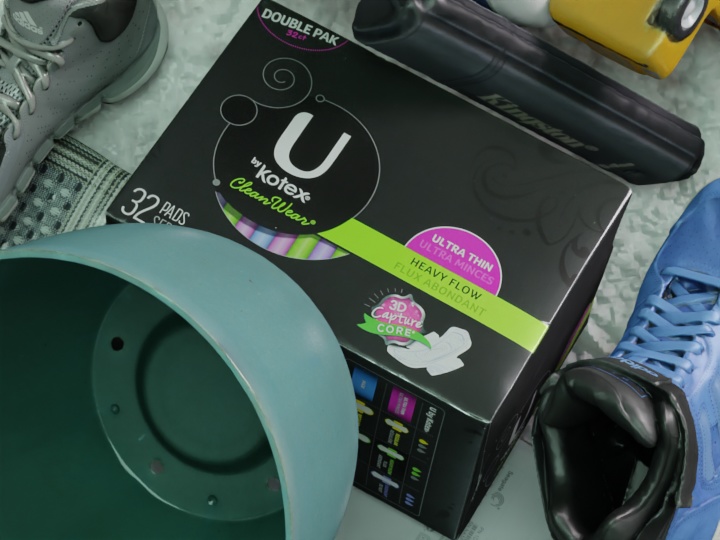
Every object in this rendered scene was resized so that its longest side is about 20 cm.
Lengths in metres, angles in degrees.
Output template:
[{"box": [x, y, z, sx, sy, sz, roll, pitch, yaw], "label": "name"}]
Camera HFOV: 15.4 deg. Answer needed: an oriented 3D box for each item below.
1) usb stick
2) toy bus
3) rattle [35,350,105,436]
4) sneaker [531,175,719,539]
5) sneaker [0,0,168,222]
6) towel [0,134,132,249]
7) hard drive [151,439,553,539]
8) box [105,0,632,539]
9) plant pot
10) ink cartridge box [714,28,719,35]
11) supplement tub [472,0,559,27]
[{"box": [0.081, -0.086, 1.246, 0.055, 0.199, 0.033, -15, 60, 47], "label": "usb stick"}, {"box": [0.168, -0.182, 1.228, 0.065, 0.078, 0.201, 30, 89, 28], "label": "toy bus"}, {"box": [-0.223, 0.057, 1.218, 0.200, 0.130, 0.143, 37, 74, -9], "label": "rattle"}, {"box": [0.135, 0.043, 1.176, 0.076, 0.111, 0.201, 13, 82, 33], "label": "sneaker"}, {"box": [-0.174, -0.095, 1.277, 0.075, 0.116, 0.200, 37, 66, 15], "label": "sneaker"}, {"box": [-0.209, 0.011, 1.325, 0.192, 0.035, 0.201, 30, 84, 10], "label": "towel"}, {"box": [-0.001, 0.106, 1.264, 0.199, 0.026, 0.132, 29, 56, 11], "label": "hard drive"}, {"box": [0.000, 0.000, 1.240, 0.199, 0.125, 0.149, 27, 60, 11], "label": "box"}, {"box": [-0.091, 0.072, 1.103, 0.199, 0.161, 0.202, 5, 105, 19], "label": "plant pot"}, {"box": [0.192, -0.186, 1.307, 0.199, 0.076, 0.149, 12, 80, 29], "label": "ink cartridge box"}, {"box": [0.022, -0.203, 1.269, 0.199, 0.144, 0.145, 17, 80, 29], "label": "supplement tub"}]
